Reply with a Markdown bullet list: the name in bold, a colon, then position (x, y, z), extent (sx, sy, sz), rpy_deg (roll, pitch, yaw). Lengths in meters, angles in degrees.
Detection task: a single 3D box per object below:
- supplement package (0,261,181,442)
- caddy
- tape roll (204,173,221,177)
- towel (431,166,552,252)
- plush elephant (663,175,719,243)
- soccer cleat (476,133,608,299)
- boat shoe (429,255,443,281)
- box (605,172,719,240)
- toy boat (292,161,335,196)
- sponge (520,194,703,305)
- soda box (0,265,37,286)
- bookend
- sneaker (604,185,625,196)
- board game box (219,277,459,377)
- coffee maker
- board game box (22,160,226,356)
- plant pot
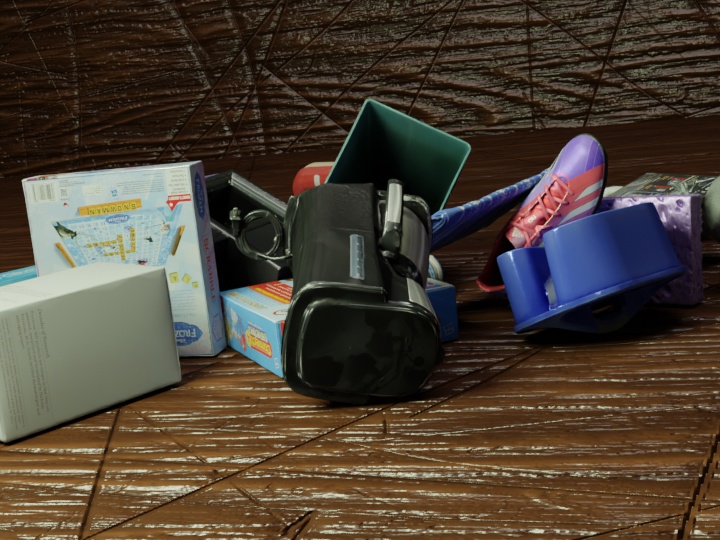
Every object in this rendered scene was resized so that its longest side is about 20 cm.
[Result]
- **supplement package**: position (-0.284, 0.070, 1.216), extent (0.116, 0.119, 0.199), rpy_deg (3, 14, 45)
- **caddy**: position (0.227, 0.010, 1.268), extent (0.198, 0.106, 0.141), rpy_deg (-13, -11, -42)
- **tape roll**: position (-0.253, -0.051, 1.755), extent (0.198, 0.086, 0.200), rpy_deg (-24, -3, -1)
- **towel**: position (0.111, -0.057, 1.390), extent (0.199, 0.024, 0.144), rpy_deg (-24, -8, -41)
- **plush elephant**: position (0.428, -0.055, 1.339), extent (0.197, 0.167, 0.155), rpy_deg (-4, 23, -16)
- **soccer cleat**: position (0.190, -0.052, 1.360), extent (0.073, 0.201, 0.068), rpy_deg (-3, 40, -46)
- **boat shoe**: position (0.000, 0.000, 1.535), extent (0.198, 0.073, 0.072), rpy_deg (3, 14, 41)
- **box**: position (0.328, -0.053, 1.543), extent (0.199, 0.050, 0.157), rpy_deg (-29, 18, -24)
- **toy boat**: position (-0.028, -0.082, 1.945), extent (0.198, 0.131, 0.131), rpy_deg (1, 43, 40)
- **sponge**: position (0.264, -0.022, 1.381), extent (0.198, 0.113, 0.030), rpy_deg (1, 10, 37)
- **soda box**: position (-0.432, 0.035, 1.644), extent (0.198, 0.065, 0.067), rpy_deg (-15, 13, -40)
- **bookend**: position (-0.154, -0.013, 1.477), extent (0.198, 0.093, 0.199), rpy_deg (32, 35, 30)
- **sneaker**: position (0.361, -0.067, 1.680), extent (0.197, 0.075, 0.080), rpy_deg (-14, 35, -7)
- **board game box**: position (-0.028, 0.046, 1.352), extent (0.193, 0.057, 0.200), rpy_deg (-11, 11, -21)
- **coffee maker**: position (-0.024, 0.021, 1.170), extent (0.189, 0.136, 0.201), rpy_deg (-13, 28, 9)
- **board game box**: position (-0.250, -0.007, 1.381), extent (0.197, 0.203, 0.041), rpy_deg (-3, 10, 18)
- **plant pot**: position (0.037, -0.086, 1.624), extent (0.140, 0.143, 0.200), rpy_deg (25, -18, 5)
